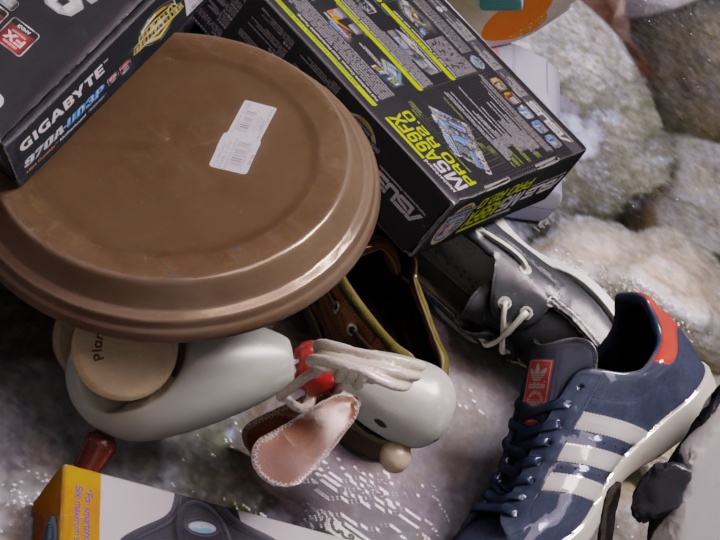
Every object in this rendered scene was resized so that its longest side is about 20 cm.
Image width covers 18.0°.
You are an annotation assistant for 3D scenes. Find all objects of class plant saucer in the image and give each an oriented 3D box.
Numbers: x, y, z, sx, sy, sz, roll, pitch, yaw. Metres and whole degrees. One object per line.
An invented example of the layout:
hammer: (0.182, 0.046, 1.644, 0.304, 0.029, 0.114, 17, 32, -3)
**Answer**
plant saucer: (-0.089, -0.048, 1.072, 0.200, 0.029, 0.200, 2, 46, -2)

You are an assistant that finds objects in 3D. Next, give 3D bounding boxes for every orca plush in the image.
orca plush: (0.189, 0.144, 1.187, 0.105, 0.200, 0.071, -6, 11, -4)

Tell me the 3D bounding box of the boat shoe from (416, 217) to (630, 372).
boat shoe: (0.074, 0.013, 1.265, 0.200, 0.076, 0.060, 42, 39, 21)

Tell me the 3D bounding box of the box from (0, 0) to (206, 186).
box: (-0.179, -0.157, 1.072, 0.200, 0.046, 0.159, 38, 73, 19)

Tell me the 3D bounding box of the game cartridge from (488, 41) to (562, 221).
game cartridge: (0.034, -0.107, 1.366, 0.200, 0.041, 0.133, 22, 48, -20)

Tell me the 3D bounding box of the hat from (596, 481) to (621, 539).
hat: (0.066, 0.185, 1.048, 0.081, 0.201, 0.201, 14, 42, 5)

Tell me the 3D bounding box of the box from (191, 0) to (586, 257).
box: (0.012, -0.108, 1.245, 0.200, 0.044, 0.160, 47, 32, 12)

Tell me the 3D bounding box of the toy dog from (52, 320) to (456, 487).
toy dog: (-0.062, 0.071, 1.084, 0.200, 0.096, 0.132, 12, -1, 11)

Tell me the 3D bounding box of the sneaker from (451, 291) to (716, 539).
sneaker: (0.097, 0.086, 1.169, 0.200, 0.075, 0.085, -42, 114, -30)

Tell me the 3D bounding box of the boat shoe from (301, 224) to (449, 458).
boat shoe: (0.000, 0.000, 1.218, 0.072, 0.068, 0.200, -3, 56, -37)

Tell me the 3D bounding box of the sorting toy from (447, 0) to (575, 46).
sorting toy: (0.070, -0.232, 1.319, 0.200, 0.180, 0.107, 49, 50, -6)

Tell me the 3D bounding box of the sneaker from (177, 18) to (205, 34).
sneaker: (-0.078, -0.065, 1.215, 0.072, 0.072, 0.200, 9, 49, -26)

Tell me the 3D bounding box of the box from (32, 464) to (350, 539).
box: (-0.055, 0.170, 1.049, 0.200, 0.041, 0.119, 16, 46, -23)
